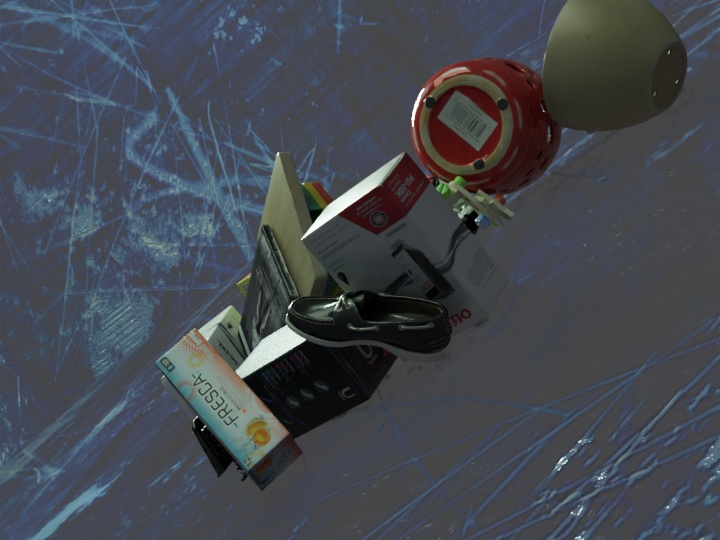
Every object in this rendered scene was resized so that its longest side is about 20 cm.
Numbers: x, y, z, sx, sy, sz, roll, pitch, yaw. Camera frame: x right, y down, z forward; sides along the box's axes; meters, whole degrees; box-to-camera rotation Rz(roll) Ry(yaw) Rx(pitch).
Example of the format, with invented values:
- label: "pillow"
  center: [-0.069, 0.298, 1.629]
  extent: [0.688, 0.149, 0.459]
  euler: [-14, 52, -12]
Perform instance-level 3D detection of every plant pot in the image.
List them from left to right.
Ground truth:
- label: "plant pot"
  center: [0.175, -0.205, 1.758]
  extent: [0.200, 0.202, 0.182]
  euler: [-35, -7, 24]
- label: "plant pot"
  center: [0.354, -0.273, 1.624]
  extent: [0.134, 0.202, 0.200]
  euler: [22, 54, 38]

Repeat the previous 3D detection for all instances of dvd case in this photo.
- label: "dvd case"
  center: [-0.128, 0.063, 1.671]
  extent: [0.149, 0.016, 0.202]
  euler: [-117, 34, -45]

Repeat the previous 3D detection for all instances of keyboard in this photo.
- label: "keyboard"
  center: [-0.145, 0.192, 1.563]
  extent: [0.039, 0.105, 0.200]
  euler: [-24, 12, 23]

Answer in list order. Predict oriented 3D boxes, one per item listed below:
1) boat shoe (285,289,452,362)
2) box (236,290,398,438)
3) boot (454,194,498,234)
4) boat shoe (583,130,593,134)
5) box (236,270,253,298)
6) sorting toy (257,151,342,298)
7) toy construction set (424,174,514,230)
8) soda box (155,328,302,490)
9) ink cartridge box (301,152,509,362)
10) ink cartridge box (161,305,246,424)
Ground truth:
- label: "boat shoe"
  center: [0.007, 0.052, 1.375]
  extent: [0.198, 0.061, 0.074]
  euler: [12, 40, 21]
- label: "box"
  center: [-0.058, 0.121, 1.516]
  extent: [0.199, 0.106, 0.122]
  euler: [-32, 13, 40]
- label: "boot"
  center: [0.111, -0.049, 1.832]
  extent: [0.200, 0.068, 0.131]
  euler: [-41, 14, -3]
- label: "boat shoe"
  center: [0.299, -0.262, 1.750]
  extent: [0.071, 0.070, 0.200]
  euler: [-52, -28, 6]
- label: "box"
  center: [-0.089, -0.024, 1.805]
  extent: [0.200, 0.050, 0.075]
  euler: [-42, 9, -31]
- label: "sorting toy"
  center: [-0.071, -0.022, 1.633]
  extent: [0.069, 0.201, 0.201]
  euler: [-7, -31, -18]
- label: "toy construction set"
  center: [0.115, -0.055, 1.652]
  extent: [0.200, 0.130, 0.093]
  euler: [-43, -35, -25]
- label: "soda box"
  center: [-0.157, 0.164, 1.449]
  extent: [0.068, 0.200, 0.064]
  euler: [-40, -32, -11]
- label: "ink cartridge box"
  center: [0.053, -0.011, 1.419]
  extent: [0.146, 0.200, 0.083]
  euler: [-32, 14, 38]
- label: "ink cartridge box"
  center: [-0.191, 0.157, 1.763]
  extent: [0.084, 0.147, 0.200]
  euler: [-36, 10, 14]
